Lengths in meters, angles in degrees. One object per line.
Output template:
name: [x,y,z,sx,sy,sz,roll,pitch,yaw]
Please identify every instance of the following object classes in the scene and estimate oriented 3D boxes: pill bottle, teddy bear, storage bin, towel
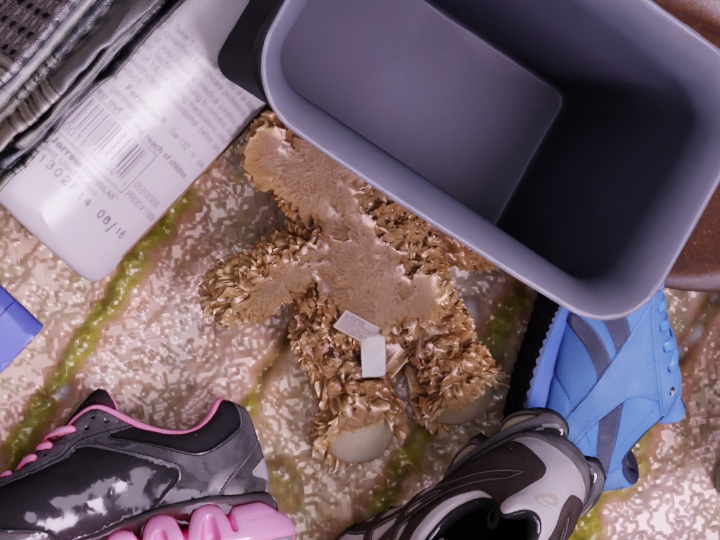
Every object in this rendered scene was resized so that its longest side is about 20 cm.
pill bottle: [-0.093,-0.102,1.196,0.114,0.114,0.200,44,86,-9]
teddy bear: [0.000,0.000,1.240,0.145,0.067,0.200,-34,114,5]
storage bin: [0.042,-0.087,1.114,0.200,0.134,0.146,32,84,-21]
towel: [-0.151,-0.135,1.155,0.193,0.200,0.035,-46,133,-3]

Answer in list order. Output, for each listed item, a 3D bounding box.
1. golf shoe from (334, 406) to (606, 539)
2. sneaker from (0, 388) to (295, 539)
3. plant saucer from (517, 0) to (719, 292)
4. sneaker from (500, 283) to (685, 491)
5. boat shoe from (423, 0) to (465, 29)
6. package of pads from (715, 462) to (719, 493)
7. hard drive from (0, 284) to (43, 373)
golf shoe: [0.026,0.146,1.218,0.078,0.095,0.200,40,116,-2]
sneaker: [-0.134,0.105,1.236,0.200,0.079,0.096,-7,73,-9]
plant saucer: [0.140,-0.068,1.211,0.200,0.037,0.201,13,126,18]
sneaker: [0.120,0.024,1.227,0.078,0.066,0.200,10,128,-3]
boat shoe: [0.026,-0.207,1.210,0.069,0.071,0.200,-29,85,31]
package of pads: [0.250,0.037,1.238,0.068,0.155,0.200,25,89,-10]
hard drive: [-0.265,0.006,1.222,0.200,0.025,0.132,43,87,-9]
